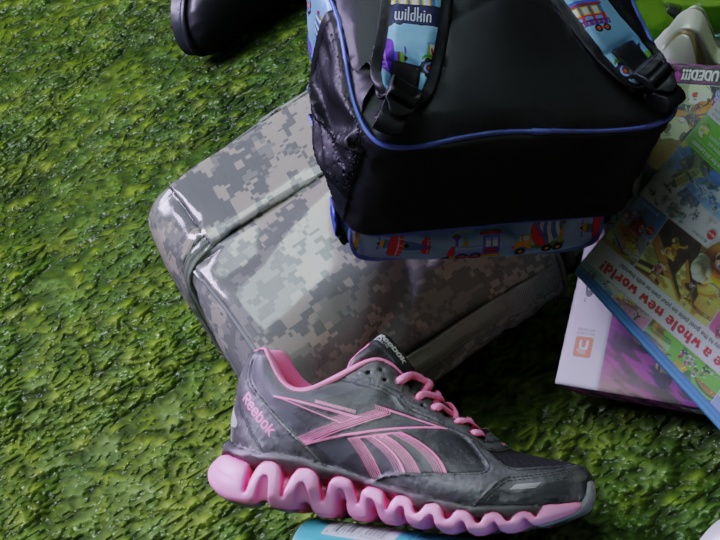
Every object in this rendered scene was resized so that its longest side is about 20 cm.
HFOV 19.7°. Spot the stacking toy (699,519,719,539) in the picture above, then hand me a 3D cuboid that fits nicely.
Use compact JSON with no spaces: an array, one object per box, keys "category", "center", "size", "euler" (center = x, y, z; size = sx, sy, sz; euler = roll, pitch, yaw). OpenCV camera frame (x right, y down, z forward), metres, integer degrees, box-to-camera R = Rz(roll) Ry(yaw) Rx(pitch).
[{"category":"stacking toy","center":[0.231,0.090,0.928],"size":[0.199,0.146,0.147],"euler":[-33,30,12]}]

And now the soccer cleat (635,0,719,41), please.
[{"category":"soccer cleat","center":[0.201,-0.175,1.181],"size":[0.198,0.068,0.082],"euler":[-3,62,14]}]

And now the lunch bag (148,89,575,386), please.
[{"category":"lunch bag","center":[0.000,0.000,1.162],"size":[0.199,0.140,0.168],"euler":[-32,47,-10]}]

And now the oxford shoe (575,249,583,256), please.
[{"category":"oxford shoe","center":[0.130,-0.099,1.240],"size":[0.074,0.058,0.202],"euler":[9,83,7]}]

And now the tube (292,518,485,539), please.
[{"category":"tube","center":[0.060,0.153,0.989],"size":[0.198,0.051,0.078],"euler":[2,33,29]}]

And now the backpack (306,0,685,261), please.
[{"category":"backpack","center":[0.052,-0.121,1.075],"size":[0.181,0.135,0.201],"euler":[-6,58,-15]}]

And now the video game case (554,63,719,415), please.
[{"category":"video game case","center":[0.206,-0.013,1.059],"size":[0.199,0.036,0.183],"euler":[8,82,38]}]

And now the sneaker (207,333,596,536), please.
[{"category":"sneaker","center":[0.022,0.081,1.035],"size":[0.198,0.079,0.096],"euler":[7,83,15]}]

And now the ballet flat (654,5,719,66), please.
[{"category":"ballet flat","center":[0.210,-0.118,1.144],"size":[0.198,0.071,0.068],"euler":[-7,36,25]}]

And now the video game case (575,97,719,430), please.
[{"category":"video game case","center":[0.213,-0.029,1.024],"size":[0.200,0.018,0.143],"euler":[-51,54,14]}]

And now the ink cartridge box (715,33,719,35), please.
[{"category":"ink cartridge box","center":[0.201,-0.171,1.302],"size":[0.066,0.117,0.201],"euler":[1,32,-4]}]

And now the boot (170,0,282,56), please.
[{"category":"boot","center":[-0.037,-0.235,1.599],"size":[0.161,0.074,0.199],"euler":[5,40,31]}]
